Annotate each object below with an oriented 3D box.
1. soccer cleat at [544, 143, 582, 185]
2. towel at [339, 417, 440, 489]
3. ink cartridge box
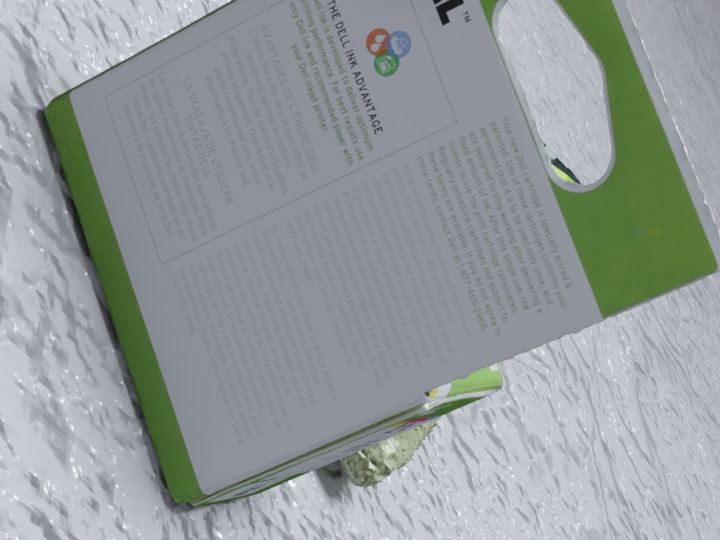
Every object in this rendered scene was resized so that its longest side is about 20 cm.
[{"bbox_3d":[0.078,-0.064,0.935,0.200,0.067,0.081,51,13,-33],"label":"soccer cleat"},{"bbox_3d":[0.000,0.000,0.716,0.149,0.036,0.200,63,21,-10],"label":"towel"},{"bbox_3d":[0.012,-0.026,0.543,0.076,0.199,0.149,3,65,-66],"label":"ink cartridge box"}]
